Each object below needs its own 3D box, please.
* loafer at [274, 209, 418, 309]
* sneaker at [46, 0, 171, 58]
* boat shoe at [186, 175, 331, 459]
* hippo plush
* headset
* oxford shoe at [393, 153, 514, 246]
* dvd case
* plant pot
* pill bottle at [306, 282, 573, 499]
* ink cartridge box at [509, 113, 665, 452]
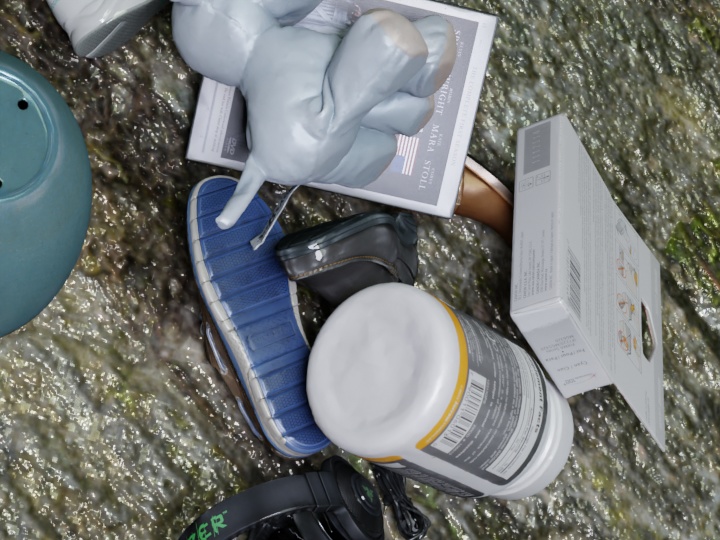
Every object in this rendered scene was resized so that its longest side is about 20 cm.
[{"bbox_3d":[0.000,0.000,1.244,0.200,0.072,0.073,-7,84,-68],"label":"loafer"},{"bbox_3d":[-0.143,-0.229,1.296,0.200,0.070,0.080,-32,80,-33],"label":"sneaker"},{"bbox_3d":[-0.081,0.036,1.238,0.072,0.072,0.202,-14,82,-30],"label":"boat shoe"},{"bbox_3d":[-0.049,-0.138,1.221,0.200,0.159,0.161,-43,74,3],"label":"hippo plush"},{"bbox_3d":[-0.035,0.165,1.204,0.199,0.124,0.095,6,51,-40],"label":"headset"},{"bbox_3d":[0.055,-0.066,1.357,0.199,0.071,0.072,35,92,-16],"label":"oxford shoe"},{"bbox_3d":[-0.014,-0.131,1.288,0.198,0.025,0.152,12,97,-6],"label":"dvd case"},{"bbox_3d":[-0.254,-0.065,1.148,0.198,0.135,0.202,9,69,-24],"label":"plant pot"},{"bbox_3d":[0.060,0.090,1.228,0.200,0.115,0.118,29,57,-52],"label":"pill bottle"},{"bbox_3d":[0.169,0.013,1.333,0.177,0.044,0.201,53,30,-35],"label":"ink cartridge box"}]
